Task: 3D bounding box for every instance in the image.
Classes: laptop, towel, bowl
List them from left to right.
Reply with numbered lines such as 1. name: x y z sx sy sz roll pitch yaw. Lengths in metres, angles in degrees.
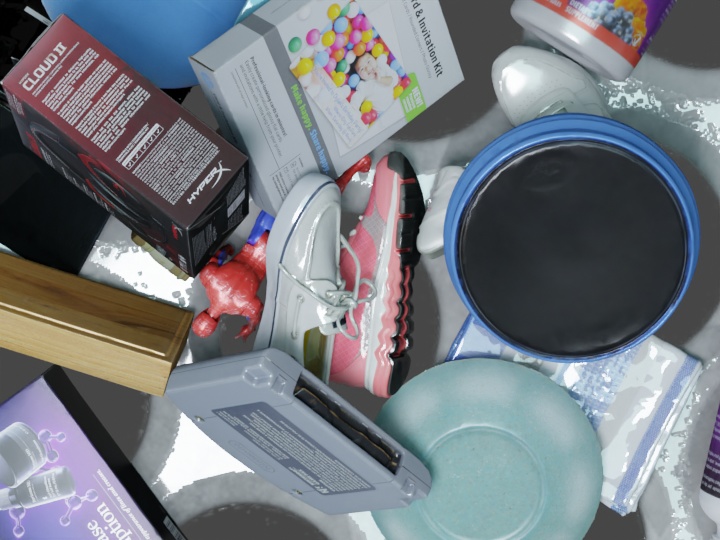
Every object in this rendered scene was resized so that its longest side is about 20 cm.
1. laptop: -0.256 -0.126 1.609 0.177 0.103 0.200 32 68 -3
2. towel: 0.169 0.097 1.617 0.200 0.024 0.147 27 93 -1
3. bowl: 0.164 -0.021 1.512 0.200 0.039 0.201 1 109 3

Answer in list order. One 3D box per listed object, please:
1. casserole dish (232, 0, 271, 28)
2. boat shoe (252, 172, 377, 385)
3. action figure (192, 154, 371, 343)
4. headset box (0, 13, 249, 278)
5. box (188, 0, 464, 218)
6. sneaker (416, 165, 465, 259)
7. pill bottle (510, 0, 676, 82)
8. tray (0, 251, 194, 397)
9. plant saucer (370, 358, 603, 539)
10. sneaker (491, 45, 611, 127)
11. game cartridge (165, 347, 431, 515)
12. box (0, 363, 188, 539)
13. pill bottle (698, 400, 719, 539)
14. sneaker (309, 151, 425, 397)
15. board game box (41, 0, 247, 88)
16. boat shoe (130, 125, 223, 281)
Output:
1. casserole dish: -0.040 -0.242 1.542 0.039 0.121 0.200 30 94 4
2. boat shoe: -0.031 0.028 1.530 0.086 0.075 0.202 26 115 29
3. action figure: -0.076 -0.019 1.596 0.065 0.099 0.200 38 71 1
4. headset box: -0.182 -0.097 1.477 0.200 0.149 0.075 38 77 6
5. box: -0.022 -0.157 1.519 0.200 0.041 0.156 -38 133 -18
6. sneaker: 0.134 -0.001 1.580 0.200 0.078 0.100 27 83 7
7. pill bottle: 0.215 -0.261 1.547 0.111 0.111 0.200 31 94 -2
8. tray: -0.241 0.036 1.572 0.200 0.099 0.037 18 114 -1
9. plant saucer: 0.099 0.173 1.597 0.200 0.039 0.202 1 104 6
10. sneaker: 0.181 -0.101 1.564 0.075 0.100 0.200 -40 92 10
11. game cartridge: -0.053 0.129 1.546 0.200 0.133 0.042 41 59 -31
12. box: -0.251 0.200 1.599 0.141 0.079 0.200 -36 93 5
13. pill bottle: 0.340 0.144 1.575 0.112 0.112 0.200 13 94 -1
14. sneaker: 0.000 0.000 1.587 0.087 0.074 0.201 6 89 16
15. board game box: -0.170 -0.234 1.567 0.158 0.039 0.200 34 64 -14
16. boat shoe: -0.099 -0.080 1.584 0.063 0.073 0.201 43 94 -17
